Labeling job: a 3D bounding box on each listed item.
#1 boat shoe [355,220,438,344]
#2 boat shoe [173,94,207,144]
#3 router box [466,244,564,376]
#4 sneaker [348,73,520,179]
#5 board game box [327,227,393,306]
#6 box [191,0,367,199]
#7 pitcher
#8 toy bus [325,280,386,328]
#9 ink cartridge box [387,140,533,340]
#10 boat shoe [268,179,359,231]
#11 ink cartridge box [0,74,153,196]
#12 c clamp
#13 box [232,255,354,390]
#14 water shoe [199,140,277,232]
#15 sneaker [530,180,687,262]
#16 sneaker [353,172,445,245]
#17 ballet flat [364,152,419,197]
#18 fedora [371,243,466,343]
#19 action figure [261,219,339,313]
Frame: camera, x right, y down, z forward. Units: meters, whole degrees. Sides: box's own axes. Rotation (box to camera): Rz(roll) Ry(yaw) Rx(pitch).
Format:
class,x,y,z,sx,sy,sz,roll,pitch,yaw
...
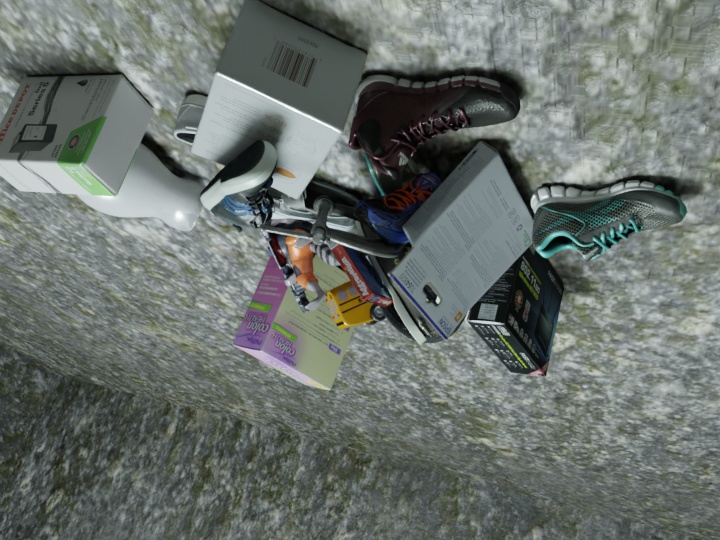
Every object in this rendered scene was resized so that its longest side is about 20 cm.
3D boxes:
class,x,y,z,sx,sy,sz,roll,pitch,yaw
boat shoe,0.057,0.004,1.187,0.060,0.204,0.072,-31,162,6
boat shoe,-0.156,-0.170,1.127,0.197,0.070,0.072,24,158,-13
router box,0.234,0.048,1.229,0.061,0.153,0.200,3,154,32
sneaker,0.075,-0.151,0.928,0.196,0.118,0.076,6,156,27
board game box,0.000,0.000,1.166,0.104,0.019,0.200,58,-174,10
box,-0.101,-0.193,0.978,0.150,0.108,0.200,22,157,-12
pitcher,-0.368,-0.142,1.320,0.170,0.124,0.198,18,176,46
toy bus,0.046,0.031,1.343,0.197,0.080,0.065,-24,177,-16
ink cartridge box,0.130,-0.032,1.074,0.041,0.200,0.200,40,175,39
boat shoe,-0.090,-0.114,1.229,0.196,0.074,0.071,13,151,-15
ink cartridge box,-0.412,-0.191,1.174,0.196,0.148,0.084,5,156,27
c clamp,-0.026,-0.060,1.053,0.167,0.028,0.200,16,-163,1
box,-0.103,0.082,1.494,0.096,0.204,0.175,3,156,48
water shoe,-0.125,-0.094,0.978,0.079,0.072,0.199,43,161,-16
sneaker,0.297,-0.052,1.022,0.197,0.093,0.077,-2,152,40
sneaker,0.069,-0.088,1.061,0.198,0.080,0.075,-12,-139,-44
ballet flat,0.052,-0.111,1.121,0.062,0.069,0.201,-17,155,3
fedora,0.108,0.006,1.251,0.198,0.091,0.205,20,121,38
action figure,-0.084,-0.018,1.322,0.103,0.194,0.203,-25,121,-3
